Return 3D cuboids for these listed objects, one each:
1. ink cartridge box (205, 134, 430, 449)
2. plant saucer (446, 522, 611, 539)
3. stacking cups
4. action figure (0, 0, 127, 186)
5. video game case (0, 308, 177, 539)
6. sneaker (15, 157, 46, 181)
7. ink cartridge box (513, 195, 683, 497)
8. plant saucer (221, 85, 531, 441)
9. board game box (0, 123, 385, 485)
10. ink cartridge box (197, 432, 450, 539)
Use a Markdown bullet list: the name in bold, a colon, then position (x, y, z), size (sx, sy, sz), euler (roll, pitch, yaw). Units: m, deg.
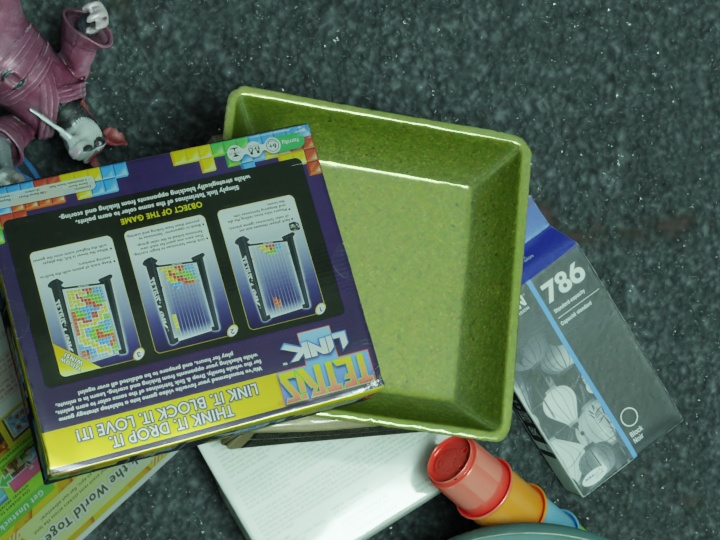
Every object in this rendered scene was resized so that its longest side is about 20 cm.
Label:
- **ink cartridge box**: position (-0.017, 0.010, 1.070), size (0.164, 0.075, 0.201), euler (-4, 78, -16)
- **plant saucer**: position (0.115, 0.234, 1.109), size (0.199, 0.027, 0.200), euler (2, 133, 2)
- **stacking cups**: position (0.116, 0.181, 1.116), size (0.200, 0.060, 0.061), euler (40, 81, -31)
- **action figure**: position (-0.233, -0.131, 1.024), size (0.134, 0.149, 0.200), euler (-49, 124, -10)
- **video game case**: position (-0.192, 0.081, 0.978), size (0.200, 0.023, 0.182), euler (-43, 128, -30)
- **sneaker**: position (-0.219, -0.035, 1.034), size (0.200, 0.078, 0.066), euler (41, 83, -12)
- **ink cartridge box**: position (0.141, 0.054, 1.158), size (0.099, 0.039, 0.200), euler (-36, 100, -11)
- **plant saucer**: position (0.000, 0.000, 1.011), size (0.199, 0.048, 0.201), euler (9, 75, -12)
- **board game box**: position (-0.104, 0.017, 0.926), size (0.199, 0.057, 0.166), euler (-13, 82, -18)
- **ink cartridge box**: position (-0.039, 0.095, 1.116), size (0.160, 0.047, 0.200), euler (-30, 83, -12)
